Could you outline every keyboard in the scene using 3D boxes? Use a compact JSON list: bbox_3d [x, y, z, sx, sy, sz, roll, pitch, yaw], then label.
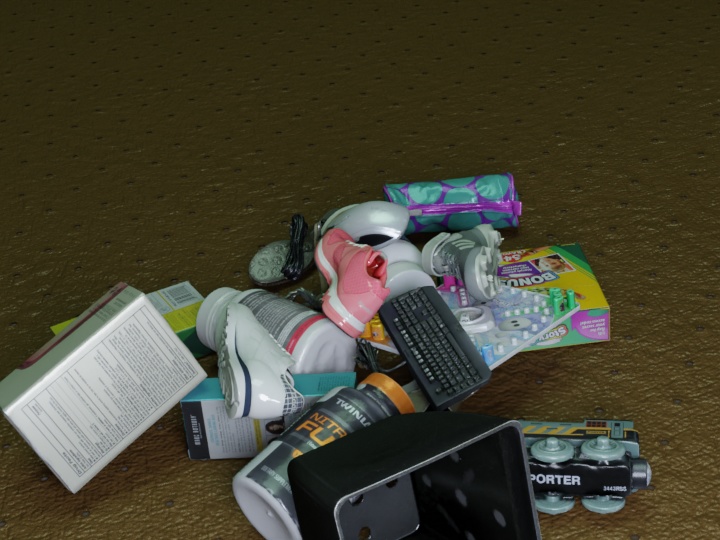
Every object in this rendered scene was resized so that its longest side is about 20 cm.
[{"bbox_3d":[0.060,0.094,1.473,0.127,0.021,0.200,-32,36,0],"label":"keyboard"}]

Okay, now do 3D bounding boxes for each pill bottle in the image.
[{"bbox_3d":[-0.109,0.087,1.607,0.199,0.111,0.110,20,37,38],"label":"pill bottle"},{"bbox_3d":[0.024,-0.004,1.749,0.110,0.112,0.200,-15,29,-17],"label":"pill bottle"},{"bbox_3d":[-0.030,0.193,1.361,0.106,0.107,0.200,21,51,41],"label":"pill bottle"}]

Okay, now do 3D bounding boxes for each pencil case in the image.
[{"bbox_3d":[0.135,-0.095,1.926,0.198,0.086,0.092,-6,12,1],"label":"pencil case"}]

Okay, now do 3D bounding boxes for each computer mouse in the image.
[{"bbox_3d":[-0.025,-0.053,1.713,0.199,0.044,0.110,-18,40,32],"label":"computer mouse"}]

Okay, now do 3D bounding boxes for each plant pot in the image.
[{"bbox_3d":[0.038,0.242,1.228,0.198,0.201,0.177,-20,18,-25],"label":"plant pot"}]

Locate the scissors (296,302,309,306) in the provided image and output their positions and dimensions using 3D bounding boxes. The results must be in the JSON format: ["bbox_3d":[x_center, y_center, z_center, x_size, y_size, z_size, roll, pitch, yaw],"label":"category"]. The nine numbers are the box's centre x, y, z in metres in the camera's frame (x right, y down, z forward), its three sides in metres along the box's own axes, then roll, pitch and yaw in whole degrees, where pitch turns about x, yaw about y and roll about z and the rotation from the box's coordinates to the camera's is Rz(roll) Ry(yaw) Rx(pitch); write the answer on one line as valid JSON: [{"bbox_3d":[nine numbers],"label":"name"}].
[{"bbox_3d":[-0.094,0.051,1.749,0.198,0.014,0.073,-9,-4,-11],"label":"scissors"}]

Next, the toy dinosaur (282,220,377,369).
[{"bbox_3d":[-0.046,0.046,1.671,0.088,0.201,0.047,-27,-11,12],"label":"toy dinosaur"}]

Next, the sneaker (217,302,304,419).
[{"bbox_3d":[-0.116,0.103,1.462,0.080,0.077,0.200,1,31,-13],"label":"sneaker"}]

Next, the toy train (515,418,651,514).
[{"bbox_3d":[0.206,0.202,1.376,0.198,0.086,0.114,-1,16,13],"label":"toy train"}]

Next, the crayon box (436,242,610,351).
[{"bbox_3d":[0.207,0.037,1.693,0.198,0.059,0.173,-8,28,-1],"label":"crayon box"}]

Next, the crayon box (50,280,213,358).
[{"bbox_3d":[-0.291,0.086,1.706,0.199,0.051,0.127,-18,30,-23],"label":"crayon box"}]

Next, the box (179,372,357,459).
[{"bbox_3d":[-0.101,0.167,1.490,0.198,0.083,0.049,-2,27,5],"label":"box"}]

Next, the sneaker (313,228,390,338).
[{"bbox_3d":[0.000,0.000,1.583,0.087,0.074,0.201,-41,29,18],"label":"sneaker"}]

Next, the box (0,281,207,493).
[{"bbox_3d":[-0.295,0.127,1.464,0.200,0.128,0.109,-41,22,-14],"label":"box"}]

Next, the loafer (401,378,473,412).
[{"bbox_3d":[0.086,0.157,1.496,0.199,0.076,0.069,-31,50,-34],"label":"loafer"}]

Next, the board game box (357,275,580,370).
[{"bbox_3d":[0.129,0.054,1.568,0.199,0.026,0.199,13,32,44],"label":"board game box"}]

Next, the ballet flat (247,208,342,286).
[{"bbox_3d":[-0.086,-0.027,1.893,0.067,0.046,0.200,42,53,15],"label":"ballet flat"}]

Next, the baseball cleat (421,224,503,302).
[{"bbox_3d":[0.124,-0.003,1.602,0.106,0.070,0.200,-11,12,14],"label":"baseball cleat"}]
